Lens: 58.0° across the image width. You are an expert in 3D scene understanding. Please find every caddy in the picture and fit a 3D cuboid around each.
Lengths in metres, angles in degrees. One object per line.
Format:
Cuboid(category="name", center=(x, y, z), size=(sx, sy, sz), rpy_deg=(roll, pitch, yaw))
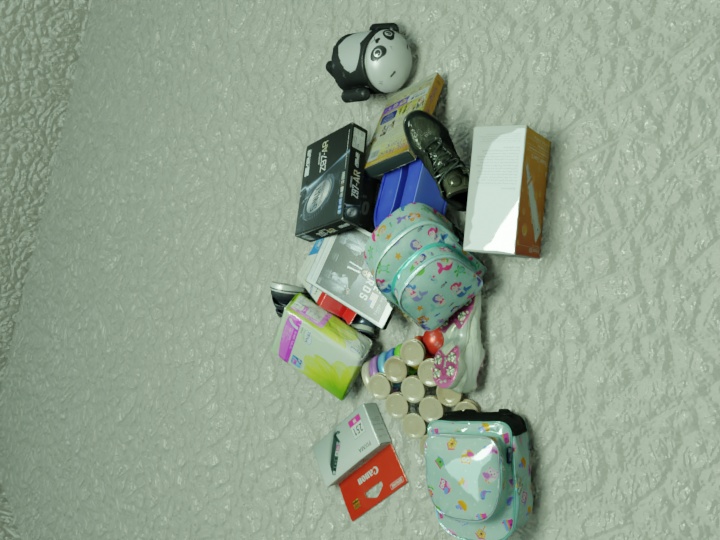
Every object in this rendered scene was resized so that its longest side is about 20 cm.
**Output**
Cuboid(category="caddy", center=(0.109, -0.138, 1.256), size=(0.140, 0.103, 0.206), rpy_deg=(-1, 71, 58))

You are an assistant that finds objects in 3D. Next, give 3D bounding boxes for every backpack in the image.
Cuboid(category="backpack", center=(0.108, -0.008, 1.142), size=(0.177, 0.199, 0.152), rpy_deg=(-41, 31, 14))
Cuboid(category="backpack", center=(0.199, 0.352, 1.098), size=(0.171, 0.152, 0.207), rpy_deg=(-8, 91, 32))

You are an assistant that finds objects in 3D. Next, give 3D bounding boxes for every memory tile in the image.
Cuboid(category="memory tile", center=(0.118, 0.242, 1.223), size=(0.201, 0.017, 0.154), rpy_deg=(47, 114, 13))

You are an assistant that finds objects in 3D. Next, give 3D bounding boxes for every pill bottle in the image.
Cuboid(category="pill bottle", center=(-0.009, -0.158, 1.367), size=(0.112, 0.112, 0.207), rpy_deg=(13, 95, 44))

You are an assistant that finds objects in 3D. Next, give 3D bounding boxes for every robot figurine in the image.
Cuboid(category="robot figurine", center=(0.016, -0.435, 1.358), size=(0.197, 0.123, 0.155), rpy_deg=(13, 114, 44))

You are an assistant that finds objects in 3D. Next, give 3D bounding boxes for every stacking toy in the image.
Cuboid(category="stacking toy", center=(0.095, 0.174, 1.271), size=(0.198, 0.084, 0.087), rpy_deg=(-36, 63, 31))

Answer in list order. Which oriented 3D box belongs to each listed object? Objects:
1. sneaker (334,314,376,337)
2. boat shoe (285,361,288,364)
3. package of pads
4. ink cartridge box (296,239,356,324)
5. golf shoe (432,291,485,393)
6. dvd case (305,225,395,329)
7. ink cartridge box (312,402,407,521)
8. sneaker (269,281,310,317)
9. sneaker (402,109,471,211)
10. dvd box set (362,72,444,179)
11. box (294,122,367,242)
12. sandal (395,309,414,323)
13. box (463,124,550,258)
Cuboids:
Cuboid(category="sneaker", center=(-0.034, 0.091, 1.419), size=(0.196, 0.070, 0.084), rpy_deg=(7, 75, 42))
Cuboid(category="boat shoe", center=(-0.100, 0.183, 1.470), size=(0.197, 0.058, 0.074), rpy_deg=(-14, 77, 43))
Cuboid(category="package of pads", center=(-0.083, 0.158, 1.362), size=(0.197, 0.068, 0.157), rpy_deg=(32, 132, 8))
Cuboid(category="ink cartridge box", center=(-0.054, 0.015, 1.380), size=(0.118, 0.066, 0.200), rpy_deg=(-59, 32, 8))
Cuboid(category="golf shoe", center=(0.191, 0.125, 1.184), size=(0.074, 0.090, 0.205), rpy_deg=(-8, 60, 54))
Cuboid(category="dvd case", center=(0.000, 0.000, 1.280), size=(0.197, 0.025, 0.154), rpy_deg=(29, 97, 23))
Cuboid(category="ink cartridge box", center=(-0.007, 0.408, 1.372), size=(0.200, 0.043, 0.177), rpy_deg=(-45, 56, 33))
Cuboid(category="sneaker", center=(-0.153, 0.072, 1.449), size=(0.076, 0.200, 0.082), rpy_deg=(11, 85, 12))
Cuboid(category="sneaker", center=(0.145, -0.191, 1.130), size=(0.075, 0.114, 0.203), rpy_deg=(-30, 100, 3))
Cuboid(category="dvd box set", center=(0.080, -0.282, 1.274), size=(0.144, 0.029, 0.204), rpy_deg=(-15, 47, 48))
Cuboid(category="box", center=(-0.059, -0.173, 1.298), size=(0.158, 0.043, 0.207), rpy_deg=(-13, 65, 49))
Cuboid(category="sandal", center=(0.080, 0.058, 1.293), size=(0.209, 0.068, 0.080), rpy_deg=(24, 103, 43))
Cuboid(category="box", center=(0.248, -0.128, 1.096), size=(0.095, 0.123, 0.207), rpy_deg=(6, 92, 35))
